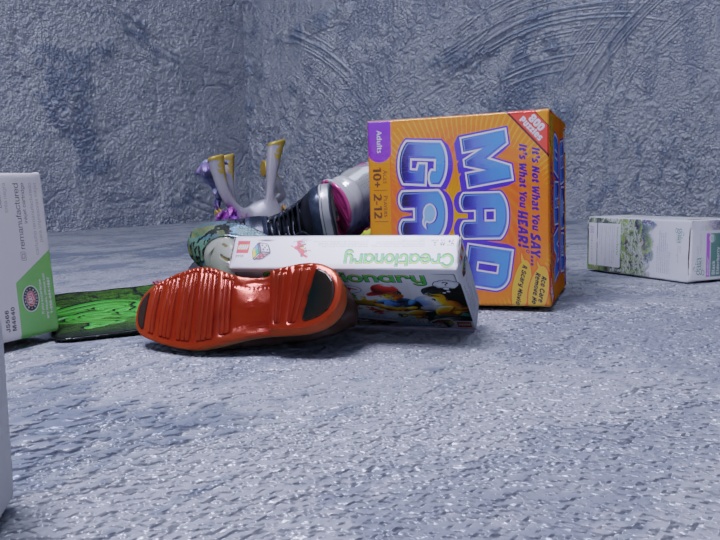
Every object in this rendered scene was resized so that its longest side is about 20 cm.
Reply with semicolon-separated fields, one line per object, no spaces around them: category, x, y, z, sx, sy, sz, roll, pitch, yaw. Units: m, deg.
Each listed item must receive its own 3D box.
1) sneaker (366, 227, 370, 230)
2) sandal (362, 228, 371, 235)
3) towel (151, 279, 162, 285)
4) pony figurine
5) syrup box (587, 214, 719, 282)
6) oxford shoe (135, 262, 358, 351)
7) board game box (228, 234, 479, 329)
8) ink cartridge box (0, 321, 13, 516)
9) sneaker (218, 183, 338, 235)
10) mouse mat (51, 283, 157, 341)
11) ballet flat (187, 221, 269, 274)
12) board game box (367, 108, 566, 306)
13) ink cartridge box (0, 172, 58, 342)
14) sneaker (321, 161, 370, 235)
sneaker;0.009;-0.098;1.750;0.197;0.082;0.074;1;4;22
sandal;0.011;-0.027;1.127;0.196;0.081;0.087;1;2;6
towel;-0.144;0.021;0.961;0.198;0.023;0.143;-5;8;-34
pony figurine;-0.163;-0.067;1.105;0.191;0.203;0.166;-19;10;-31
syrup box;0.410;-0.035;1.077;0.080;0.080;0.199;-4;6;-24
oxford shoe;-0.097;0.041;0.654;0.197;0.072;0.073;-2;-23;21
board game box;-0.001;0.012;0.683;0.197;0.035;0.127;0;-26;17
ink cartridge box;-0.197;0.071;0.219;0.144;0.087;0.200;-3;8;-12
sneaker;-0.100;-0.043;0.912;0.144;0.078;0.202;-4;-14;-9
mouse mat;-0.219;0.036;0.800;0.197;0.008;0.160;-8;16;-25
ballet flat;-0.113;-0.005;0.851;0.197;0.075;0.074;13;10;14
board game box;0.133;-0.072;0.907;0.197;0.204;0.199;0;5;20
ink cartridge box;-0.357;-0.004;0.632;0.083;0.148;0.199;-3;5;24
sneaker;-0.005;-0.084;0.998;0.087;0.082;0.200;-30;0;-13
